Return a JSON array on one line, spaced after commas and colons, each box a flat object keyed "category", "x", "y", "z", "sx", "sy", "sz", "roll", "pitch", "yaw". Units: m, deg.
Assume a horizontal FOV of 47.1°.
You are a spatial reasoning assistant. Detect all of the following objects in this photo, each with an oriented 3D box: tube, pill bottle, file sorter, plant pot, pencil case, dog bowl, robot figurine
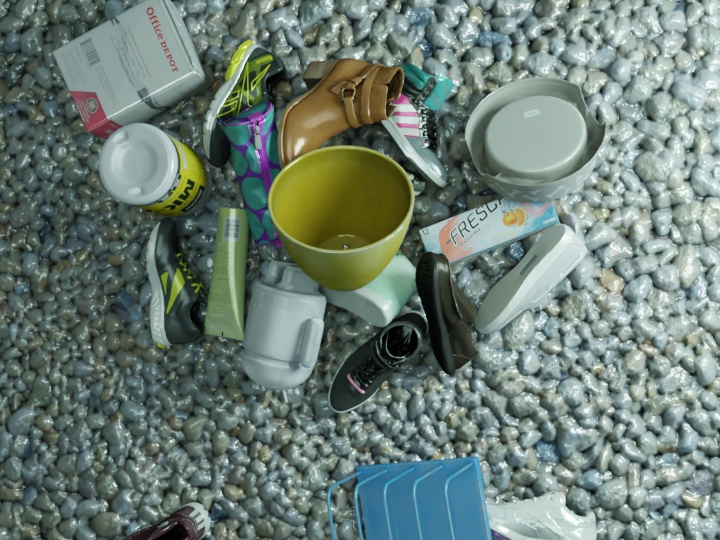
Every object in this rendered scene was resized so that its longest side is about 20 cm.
[{"category": "tube", "x": -0.205, "y": 0.003, "z": 1.287, "sx": 0.051, "sy": 0.058, "sz": 0.203, "roll": 5, "pitch": 91, "yaw": -23}, {"category": "pill bottle", "x": -0.295, "y": -0.141, "z": 1.226, "sx": 0.112, "sy": 0.200, "sz": 0.116, "roll": 0, "pitch": 87, "yaw": 8}, {"category": "file sorter", "x": 0.066, "y": 0.352, "z": 1.165, "sx": 0.198, "sy": 0.122, "sz": 0.141, "roll": -11, "pitch": 85, "yaw": 29}, {"category": "plant pot", "x": -0.024, "y": -0.054, "z": 1.159, "sx": 0.197, "sy": 0.143, "sz": 0.202, "roll": -1, "pitch": 50, "yaw": 2}, {"category": "pencil case", "x": -0.145, "y": -0.141, "z": 1.229, "sx": 0.084, "sy": 0.092, "sz": 0.203, "roll": -18, "pitch": 111, "yaw": -10}, {"category": "dog bowl", "x": 0.251, "y": -0.184, "z": 1.187, "sx": 0.197, "sy": 0.059, "sz": 0.202, "roll": -8, "pitch": 55, "yaw": 11}, {"category": "robot figurine", "x": -0.116, "y": 0.089, "z": 1.232, "sx": 0.169, "sy": 0.112, "sz": 0.203, "roll": 16, "pitch": 97, "yaw": 51}]

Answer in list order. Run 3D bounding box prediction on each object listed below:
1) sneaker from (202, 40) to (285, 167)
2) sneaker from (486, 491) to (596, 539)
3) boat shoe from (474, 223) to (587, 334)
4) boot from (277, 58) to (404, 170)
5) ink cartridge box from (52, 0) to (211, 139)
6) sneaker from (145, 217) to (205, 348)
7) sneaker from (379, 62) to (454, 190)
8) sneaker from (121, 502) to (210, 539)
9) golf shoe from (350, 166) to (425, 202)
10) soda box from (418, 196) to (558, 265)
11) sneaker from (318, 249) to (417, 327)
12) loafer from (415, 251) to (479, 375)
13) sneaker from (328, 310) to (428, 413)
[{"category": "sneaker", "x": -0.179, "y": -0.251, "z": 1.271, "sx": 0.084, "sy": 0.074, "sz": 0.203, "roll": 20, "pitch": 90, "yaw": 7}, {"category": "sneaker", "x": 0.247, "y": 0.364, "z": 1.208, "sx": 0.197, "sy": 0.075, "sz": 0.101, "roll": 16, "pitch": 66, "yaw": 10}, {"category": "boat shoe", "x": 0.252, "y": 0.024, "z": 1.216, "sx": 0.068, "sy": 0.072, "sz": 0.201, "roll": 36, "pitch": 97, "yaw": -20}, {"category": "boot", "x": -0.027, "y": -0.220, "z": 1.201, "sx": 0.153, "sy": 0.077, "sz": 0.202, "roll": 10, "pitch": 65, "yaw": 26}, {"category": "ink cartridge box", "x": -0.356, "y": -0.319, "z": 1.301, "sx": 0.198, "sy": 0.085, "sz": 0.147, "roll": -26, "pitch": 84, "yaw": 7}, {"category": "sneaker", "x": -0.282, "y": 0.018, "z": 1.287, "sx": 0.083, "sy": 0.074, "sz": 0.203, "roll": -1, "pitch": 96, "yaw": 5}, {"category": "sneaker", "x": 0.100, "y": -0.232, "z": 1.241, "sx": 0.120, "sy": 0.084, "sz": 0.201, "roll": -37, "pitch": 82, "yaw": 14}, {"category": "sneaker", "x": -0.326, "y": 0.426, "z": 1.247, "sx": 0.199, "sy": 0.115, "sz": 0.076, "roll": -38, "pitch": 83, "yaw": 4}, {"category": "golf shoe", "x": 0.003, "y": -0.121, "z": 1.259, "sx": 0.197, "sy": 0.077, "sz": 0.089, "roll": 5, "pitch": 108, "yaw": 13}, {"category": "soda box", "x": 0.188, "y": -0.063, "z": 1.223, "sx": 0.198, "sy": 0.068, "sz": 0.064, "roll": -22, "pitch": 84, "yaw": 7}, {"category": "sneaker", "x": 0.000, "y": 0.000, "z": 1.259, "sx": 0.199, "sy": 0.074, "sz": 0.118, "roll": 32, "pitch": 52, "yaw": 28}, {"category": "loafer", "x": 0.130, "y": 0.055, "z": 1.204, "sx": 0.070, "sy": 0.073, "sz": 0.202, "roll": -19, "pitch": 122, "yaw": -10}, {"category": "sneaker", "x": 0.019, "y": 0.137, "z": 1.223, "sx": 0.200, "sy": 0.099, "sz": 0.071, "roll": -45, "pitch": 85, "yaw": 5}]
